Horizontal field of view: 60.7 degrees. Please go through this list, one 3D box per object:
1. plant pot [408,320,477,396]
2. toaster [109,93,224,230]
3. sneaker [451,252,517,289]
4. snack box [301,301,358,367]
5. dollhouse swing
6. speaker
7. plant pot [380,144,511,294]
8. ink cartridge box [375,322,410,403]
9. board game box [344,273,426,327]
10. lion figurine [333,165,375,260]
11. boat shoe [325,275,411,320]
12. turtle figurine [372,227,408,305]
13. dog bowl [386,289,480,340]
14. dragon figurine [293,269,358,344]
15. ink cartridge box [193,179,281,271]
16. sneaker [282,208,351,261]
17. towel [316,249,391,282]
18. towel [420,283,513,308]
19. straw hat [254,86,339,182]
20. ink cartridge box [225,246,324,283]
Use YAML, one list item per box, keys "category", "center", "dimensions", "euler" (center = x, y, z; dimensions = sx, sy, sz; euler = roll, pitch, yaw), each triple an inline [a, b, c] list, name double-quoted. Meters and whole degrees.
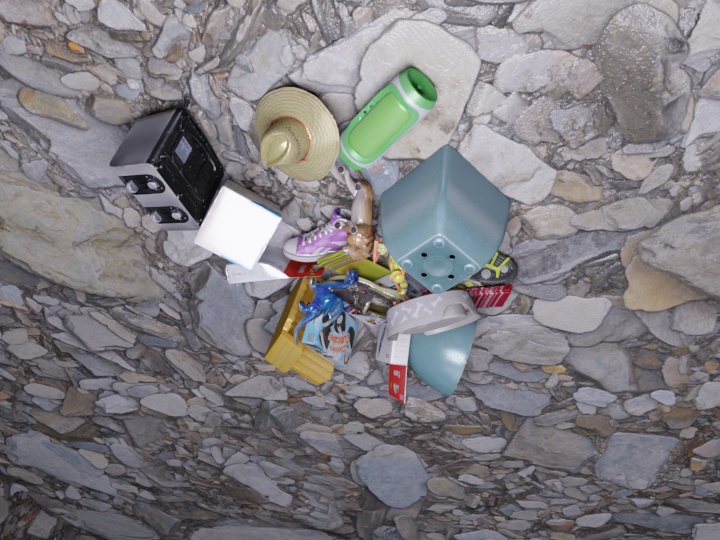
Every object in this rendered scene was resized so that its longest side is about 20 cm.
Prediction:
- category: "plant pot"
  center: [0.178, 0.177, 1.448]
  dimensions: [0.134, 0.200, 0.200]
  euler: [19, 136, 5]
- category: "toaster"
  center: [-0.368, -0.202, 1.203]
  dimensions: [0.118, 0.200, 0.181]
  euler: [-4, 141, 21]
- category: "sneaker"
  center: [0.243, 0.003, 1.355]
  dimensions: [0.199, 0.076, 0.076]
  euler: [-2, 164, 11]
- category: "snack box"
  center: [-0.067, 0.144, 1.439]
  dimensions: [0.037, 0.117, 0.200]
  euler: [6, 159, 24]
- category: "dollhouse swing"
  center: [-0.104, 0.142, 1.455]
  dimensions: [0.175, 0.200, 0.182]
  euler: [27, 140, -10]
- category: "speaker"
  center: [0.044, -0.267, 1.106]
  dimensions: [0.088, 0.089, 0.200]
  euler: [34, 132, -21]
- category: "plant pot"
  center: [0.156, -0.076, 1.189]
  dimensions: [0.196, 0.200, 0.196]
  euler: [37, 130, -22]
- category: "ink cartridge box"
  center: [0.073, 0.213, 1.455]
  dimensions: [0.045, 0.177, 0.200]
  euler: [6, 173, -7]
- category: "board game box"
  center: [0.063, 0.068, 1.452]
  dimensions: [0.200, 0.035, 0.126]
  euler: [-25, 139, 32]
- category: "lion figurine"
  center: [-0.001, -0.121, 1.234]
  dimensions: [0.072, 0.201, 0.122]
  euler: [11, 180, 25]
- category: "boat shoe"
  center: [0.014, 0.065, 1.368]
  dimensions: [0.199, 0.065, 0.073]
  euler: [12, 137, 3]
- category: "turtle figurine"
  center: [0.071, -0.032, 1.277]
  dimensions: [0.064, 0.162, 0.200]
  euler: [-19, 132, 13]
- category: "dog bowl"
  center: [0.145, 0.093, 1.273]
  dimensions: [0.199, 0.059, 0.200]
  euler: [-13, 165, -3]
- category: "dragon figurine"
  center: [-0.075, 0.075, 1.320]
  dimensions: [0.099, 0.200, 0.059]
  euler: [21, 168, 24]
- category: "ink cartridge box"
  center: [-0.248, -0.099, 1.265]
  dimensions: [0.128, 0.200, 0.125]
  euler: [28, 97, -13]
- category: "sneaker"
  center: [-0.076, -0.085, 1.333]
  dimensions: [0.200, 0.073, 0.115]
  euler: [-5, 131, 3]
- category: "towel"
  center: [0.000, 0.000, 1.373]
  dimensions: [0.086, 0.018, 0.200]
  euler: [-20, 151, 35]
- category: "towel"
  center: [0.232, 0.063, 1.378]
  dimensions: [0.199, 0.023, 0.145]
  euler: [-4, 163, 3]
- category: "straw hat"
  center: [-0.142, -0.234, 1.138]
  dimensions: [0.201, 0.085, 0.202]
  euler: [19, 133, 22]
- category: "ink cartridge box"
  center: [-0.181, -0.019, 1.361]
  dimensions: [0.199, 0.163, 0.057]
  euler: [-8, 104, 3]
